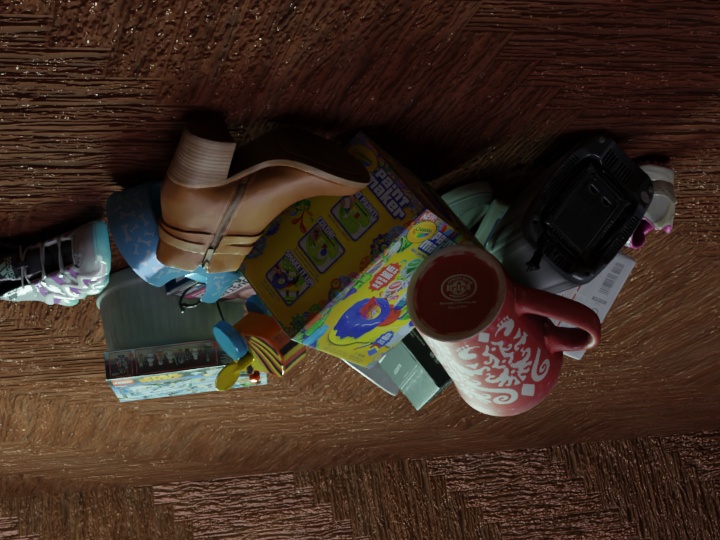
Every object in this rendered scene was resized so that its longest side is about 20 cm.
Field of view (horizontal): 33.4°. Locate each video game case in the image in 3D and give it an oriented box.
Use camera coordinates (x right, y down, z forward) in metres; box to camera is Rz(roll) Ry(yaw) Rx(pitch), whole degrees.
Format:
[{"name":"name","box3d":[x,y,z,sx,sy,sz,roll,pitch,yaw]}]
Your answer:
[{"name":"video game case","box3d":[0.214,0.013,1.439,0.199,0.018,0.144,21,108,-19]}]

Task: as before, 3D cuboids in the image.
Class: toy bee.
[{"name":"toy bee","box3d":[-0.113,0.080,1.351,0.130,0.200,0.109,-29,120,-5]}]

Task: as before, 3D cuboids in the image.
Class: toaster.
[{"name":"toaster","box3d":[0.223,-0.048,1.328,0.200,0.114,0.129,-50,-175,-23]}]

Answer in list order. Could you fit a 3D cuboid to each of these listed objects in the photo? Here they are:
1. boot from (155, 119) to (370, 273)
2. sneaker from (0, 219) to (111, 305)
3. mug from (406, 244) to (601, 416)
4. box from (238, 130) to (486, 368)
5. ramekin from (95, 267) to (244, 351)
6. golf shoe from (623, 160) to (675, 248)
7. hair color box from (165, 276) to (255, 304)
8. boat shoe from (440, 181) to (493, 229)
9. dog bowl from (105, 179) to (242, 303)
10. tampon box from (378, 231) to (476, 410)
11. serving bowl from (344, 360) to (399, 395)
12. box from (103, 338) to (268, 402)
[{"name":"boot","box3d":[-0.101,-0.062,1.186,0.198,0.074,0.156,10,122,-16]},{"name":"sneaker","box3d":[-0.366,-0.003,1.346,0.139,0.079,0.200,1,160,-30]},{"name":"mug","box3d":[0.148,0.049,1.284,0.177,0.134,0.200,-34,147,6]},{"name":"box","box3d":[0.005,-0.016,1.286,0.193,0.122,0.200,-44,154,10]},{"name":"ramekin","box3d":[-0.244,0.067,1.580,0.198,0.106,0.200,-8,163,-3]},{"name":"golf shoe","box3d":[0.294,-0.062,1.454,0.075,0.092,0.199,5,160,-41]},{"name":"hair color box","box3d":[-0.136,-0.001,1.491,0.199,0.061,0.100,7,157,-43]},{"name":"boat shoe","box3d":[0.088,-0.026,1.435,0.200,0.072,0.070,-38,153,25]},{"name":"dog bowl","box3d":[-0.191,-0.034,1.290,0.049,0.112,0.200,-29,156,19]},{"name":"tampon box","box3d":[0.121,0.061,1.567,0.199,0.127,0.150,-37,171,-18]},{"name":"serving bowl","box3d":[-0.010,0.092,1.711,0.066,0.200,0.200,-52,156,0]},{"name":"box","box3d":[-0.219,0.125,1.532,0.198,0.040,0.137,-6,163,-6]}]
